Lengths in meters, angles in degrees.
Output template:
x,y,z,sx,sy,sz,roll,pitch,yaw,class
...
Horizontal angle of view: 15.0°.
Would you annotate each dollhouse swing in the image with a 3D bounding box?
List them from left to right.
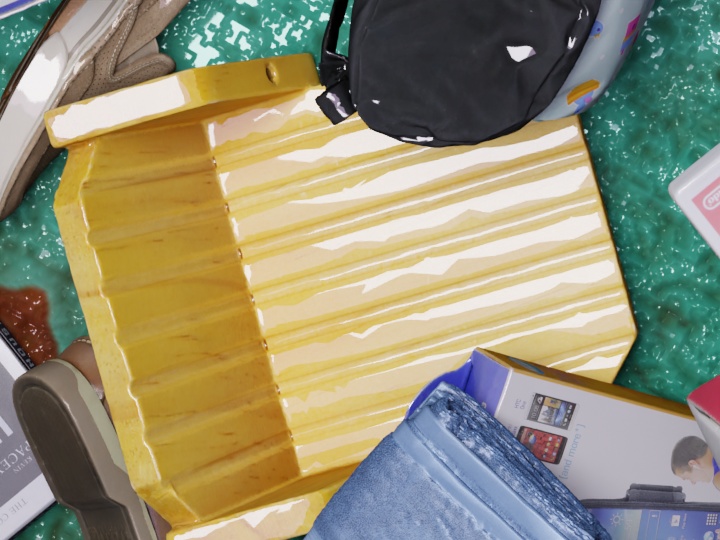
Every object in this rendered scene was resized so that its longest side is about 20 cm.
x,y,z,sx,sy,sz,roll,pitch,yaw,class
0.000,0.000,1.178,0.175,0.182,0.201,-15,91,25,dollhouse swing

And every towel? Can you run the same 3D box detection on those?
x,y,z,sx,sy,sz,roll,pitch,yaw,class
0.009,0.154,1.117,0.112,0.048,0.200,44,101,18,towel

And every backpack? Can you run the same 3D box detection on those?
x,y,z,sx,sy,sz,roll,pitch,yaw,class
0.067,-0.143,1.148,0.126,0.200,0.168,23,114,5,backpack

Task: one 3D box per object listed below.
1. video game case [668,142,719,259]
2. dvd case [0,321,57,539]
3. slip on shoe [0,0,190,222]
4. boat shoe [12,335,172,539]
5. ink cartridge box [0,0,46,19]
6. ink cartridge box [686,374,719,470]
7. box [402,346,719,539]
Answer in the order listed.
x,y,z,sx,sy,sz,roll,pitch,yaw,class
0.241,-0.003,1.130,0.143,0.017,0.200,-38,106,6,video game case
-0.235,0.056,1.262,0.150,0.025,0.200,-39,88,5,dvd case
-0.111,-0.101,1.227,0.060,0.076,0.201,31,89,-12,slip on shoe
-0.084,0.120,1.228,0.068,0.072,0.201,-31,112,-34,boat shoe
-0.186,-0.161,1.179,0.199,0.041,0.201,-22,54,-3,ink cartridge box
0.253,0.071,1.089,0.199,0.086,0.148,-30,106,-2,ink cartridge box
0.101,0.110,1.183,0.199,0.041,0.120,15,97,-29,box
